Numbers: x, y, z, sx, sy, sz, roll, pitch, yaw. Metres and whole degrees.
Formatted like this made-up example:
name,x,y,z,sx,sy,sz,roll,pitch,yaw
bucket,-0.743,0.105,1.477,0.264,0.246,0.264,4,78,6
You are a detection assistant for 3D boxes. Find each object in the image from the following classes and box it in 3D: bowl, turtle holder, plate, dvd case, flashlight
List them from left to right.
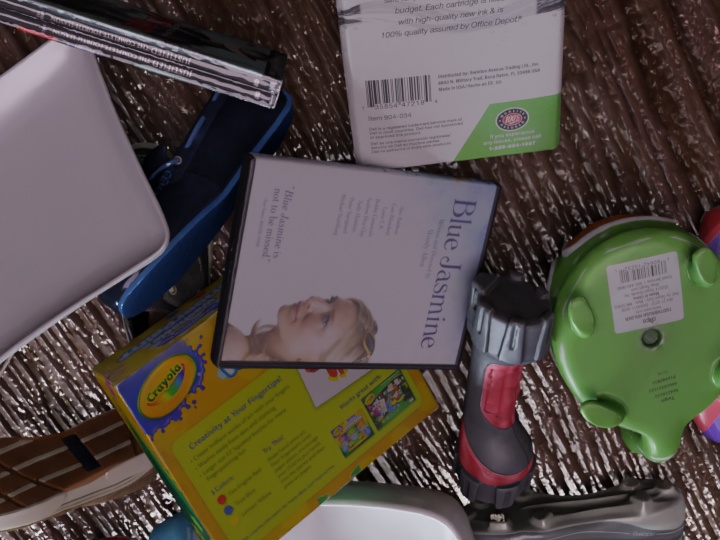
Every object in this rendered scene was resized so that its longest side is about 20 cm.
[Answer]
name,x,y,z,sx,sy,sz,roll,pitch,yaw
plate,-0.228,-0.035,0.705,0.198,0.201,0.032,-33,150,8
dvd case,-0.145,-0.155,0.702,0.197,0.146,0.022,18,106,-7
dvd case,0.000,0.000,0.740,0.197,0.018,0.145,3,107,-30
bowl,0.013,0.255,0.864,0.197,0.075,0.203,-2,111,23
flashlight,0.108,0.094,0.798,0.066,0.069,0.202,-5,135,-9
turtle holder,0.211,0.044,0.788,0.141,0.132,0.186,-40,106,11

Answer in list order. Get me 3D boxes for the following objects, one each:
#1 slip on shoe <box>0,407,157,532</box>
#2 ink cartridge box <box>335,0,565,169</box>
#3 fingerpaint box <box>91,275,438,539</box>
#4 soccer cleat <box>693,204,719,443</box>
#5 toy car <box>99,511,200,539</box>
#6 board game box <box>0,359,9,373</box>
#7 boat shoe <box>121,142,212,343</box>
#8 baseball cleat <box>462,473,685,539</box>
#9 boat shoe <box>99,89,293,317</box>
name,x,y,z,sx,sy,sz,roll,pitch,yaw
slip on shoe,-0.233,0.158,0.811,0.076,0.198,0.061,43,132,29
ink cartridge box,0.056,-0.175,0.697,0.143,0.085,0.202,-6,132,1
fingerpaint box,-0.066,0.086,0.784,0.199,0.073,0.168,-37,110,-20
soccer cleat,0.285,0.048,0.820,0.065,0.077,0.204,-2,109,-1
toy car,-0.203,0.304,0.811,0.183,0.200,0.179,-30,81,14
board game box,-0.357,0.070,0.799,0.158,0.097,0.201,32,106,-12
boat shoe,-0.147,0.007,0.801,0.070,0.068,0.204,-4,106,2
baseball cleat,0.173,0.229,0.884,0.196,0.070,0.108,-6,109,1
boat shoe,-0.124,-0.056,0.748,0.068,0.201,0.084,33,150,3
